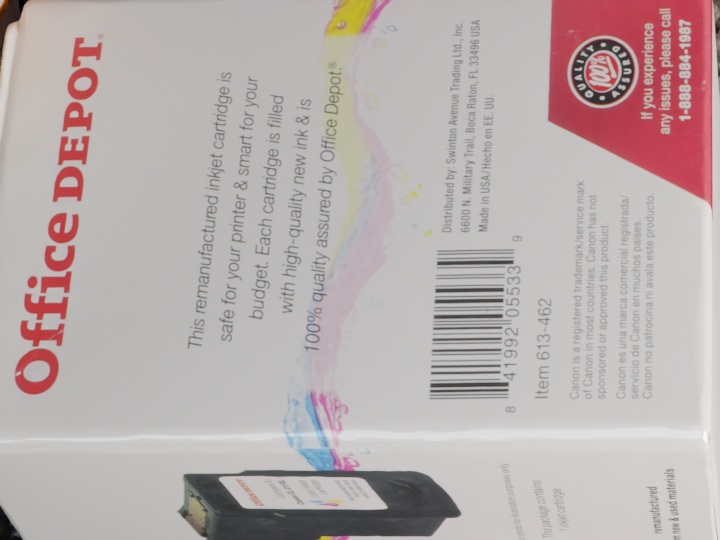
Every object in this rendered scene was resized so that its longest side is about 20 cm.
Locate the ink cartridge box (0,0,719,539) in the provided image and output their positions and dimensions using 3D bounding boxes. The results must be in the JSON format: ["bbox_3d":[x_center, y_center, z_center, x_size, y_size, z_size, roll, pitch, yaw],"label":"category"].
[{"bbox_3d":[0.000,0.000,0.709,0.199,0.083,0.146,-1,61,10],"label":"ink cartridge box"}]

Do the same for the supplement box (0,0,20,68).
[{"bbox_3d":[-0.175,-0.021,0.706,0.073,0.126,0.200,28,71,5],"label":"supplement box"}]
